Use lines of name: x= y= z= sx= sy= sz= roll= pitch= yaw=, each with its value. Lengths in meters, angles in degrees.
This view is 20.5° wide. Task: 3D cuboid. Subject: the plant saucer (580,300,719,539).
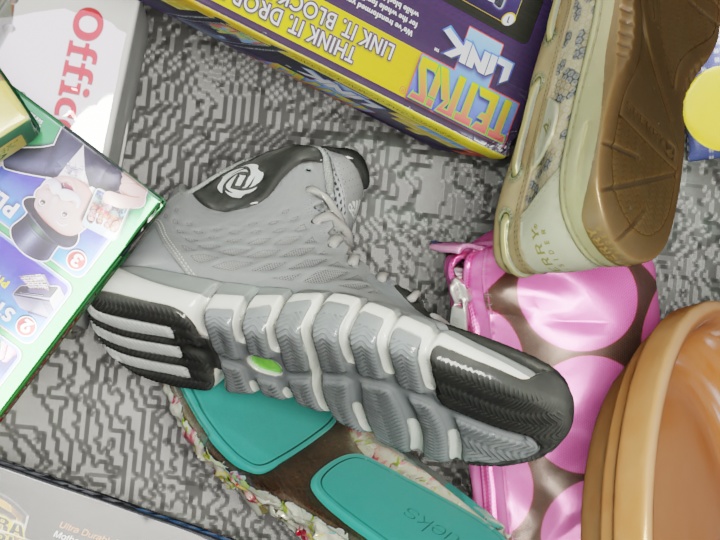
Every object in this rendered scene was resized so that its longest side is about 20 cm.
plant saucer: x=0.132 y=0.113 z=0.777 sx=0.037 sy=0.200 sz=0.200 roll=-6 pitch=88 yaw=27

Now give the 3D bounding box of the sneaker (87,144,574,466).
sneaker: x=0.000 y=0.000 z=0.790 sx=0.200 sy=0.075 sz=0.116 roll=14 pitch=54 yaw=17

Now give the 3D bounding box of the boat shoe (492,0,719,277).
boat shoe: x=0.096 y=-0.086 z=0.799 sx=0.073 sy=0.063 sz=0.200 roll=45 pitch=47 yaw=-33

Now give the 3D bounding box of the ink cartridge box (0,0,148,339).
ink cartridge box: x=-0.196 y=-0.062 z=0.803 sx=0.200 sy=0.083 sz=0.147 roll=11 pitch=86 yaw=-5

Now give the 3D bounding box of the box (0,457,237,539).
box: x=-0.111 y=0.195 z=0.819 sx=0.200 sy=0.050 sz=0.199 roll=19 pitch=84 yaw=-7

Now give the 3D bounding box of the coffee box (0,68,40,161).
coffee box: x=-0.218 y=-0.100 z=0.710 sx=0.123 sy=0.044 sz=0.200 roll=-33 pitch=90 yaw=-7

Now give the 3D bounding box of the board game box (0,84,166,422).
board game box: x=-0.192 y=-0.032 z=0.744 sx=0.200 sy=0.029 sz=0.135 roll=37 pitch=84 yaw=-2

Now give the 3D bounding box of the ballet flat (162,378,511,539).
ballet flat: x=-0.016 y=0.089 z=0.809 sx=0.076 sy=0.064 sz=0.200 roll=-28 pitch=55 yaw=-31

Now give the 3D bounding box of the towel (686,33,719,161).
towel: x=0.233 y=-0.131 z=0.889 sx=0.200 sy=0.024 sz=0.145 roll=-8 pitch=91 yaw=-5

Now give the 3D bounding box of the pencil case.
pencil case: x=0.082 y=0.078 z=0.829 sx=0.094 sy=0.091 sz=0.200 roll=-5 pitch=86 yaw=-42

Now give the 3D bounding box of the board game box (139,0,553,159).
board game box: x=0.002 y=-0.157 z=0.799 sx=0.200 sy=0.057 sz=0.165 roll=24 pitch=86 yaw=-36

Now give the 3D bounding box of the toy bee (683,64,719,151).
toy bee: x=0.184 y=-0.034 z=0.806 sx=0.131 sy=0.200 sz=0.109 roll=38 pitch=125 yaw=12
